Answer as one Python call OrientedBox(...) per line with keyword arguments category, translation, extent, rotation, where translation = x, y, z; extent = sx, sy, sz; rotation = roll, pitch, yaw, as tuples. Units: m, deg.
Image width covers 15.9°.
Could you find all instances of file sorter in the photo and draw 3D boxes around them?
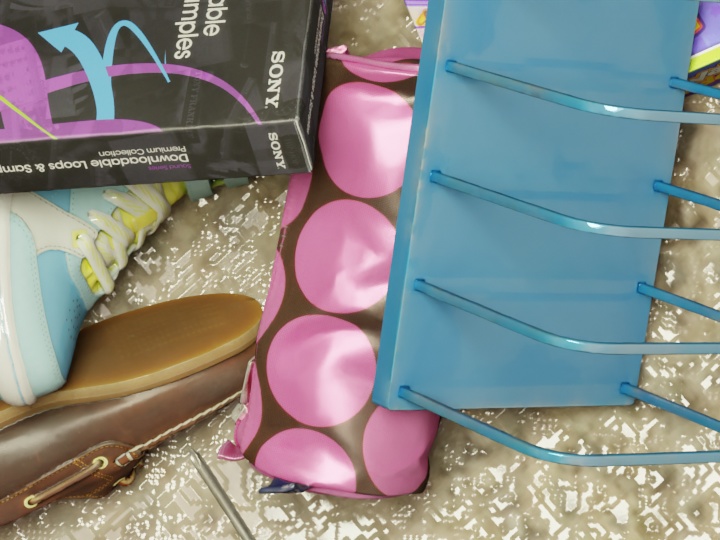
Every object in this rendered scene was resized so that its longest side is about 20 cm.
OrientedBox(category="file sorter", translation=(0.106, -0.027, 1.059), extent=(0.122, 0.138, 0.201), rotation=(23, 108, 54))

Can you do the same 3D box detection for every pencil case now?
OrientedBox(category="pencil case", translation=(0.000, 0.000, 1.125), extent=(0.093, 0.091, 0.201), rotation=(13, 96, 15))

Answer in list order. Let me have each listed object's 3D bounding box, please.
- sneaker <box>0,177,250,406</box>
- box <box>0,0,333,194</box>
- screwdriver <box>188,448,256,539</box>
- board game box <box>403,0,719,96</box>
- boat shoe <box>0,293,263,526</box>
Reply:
OrientedBox(category="sneaker", translation=(-0.102, -0.033, 1.153), extent=(0.130, 0.080, 0.201), rotation=(-2, 60, 6))
OrientedBox(category="box", translation=(-0.112, -0.098, 1.102), extent=(0.198, 0.036, 0.144), rotation=(-3, 49, 9))
OrientedBox(category="screwdriver", translation=(-0.018, 0.160, 1.076), extent=(0.028, 0.029, 0.200), rotation=(-34, 87, -31))
OrientedBox(category="board game box", translation=(0.119, -0.142, 1.174), extent=(0.199, 0.045, 0.135), rotation=(-23, 78, 5))
OrientedBox(category="boat shoe", translation=(-0.132, 0.071, 1.171), extent=(0.199, 0.070, 0.071), rotation=(-18, 115, -2))
